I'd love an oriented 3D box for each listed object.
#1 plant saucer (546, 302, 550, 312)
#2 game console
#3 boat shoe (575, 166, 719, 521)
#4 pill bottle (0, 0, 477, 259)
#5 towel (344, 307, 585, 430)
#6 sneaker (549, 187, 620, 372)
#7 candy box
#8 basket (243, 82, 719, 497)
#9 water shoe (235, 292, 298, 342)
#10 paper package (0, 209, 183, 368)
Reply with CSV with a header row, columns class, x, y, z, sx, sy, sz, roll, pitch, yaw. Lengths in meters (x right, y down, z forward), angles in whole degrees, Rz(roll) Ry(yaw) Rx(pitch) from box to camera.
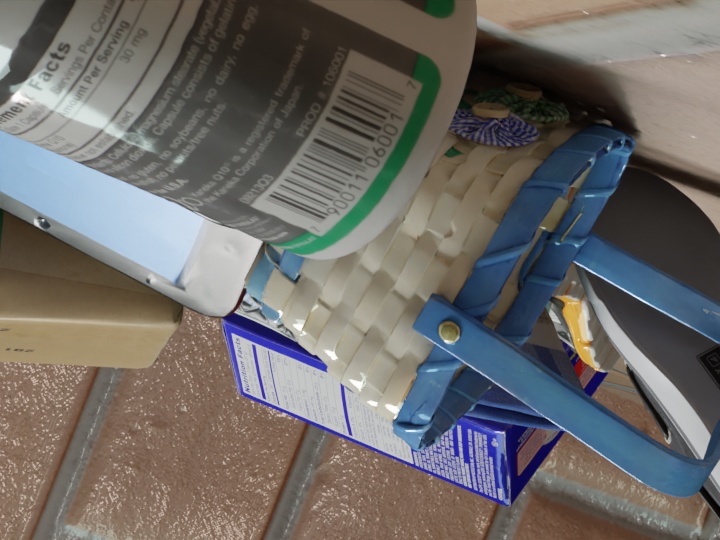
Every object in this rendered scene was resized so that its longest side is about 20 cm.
class,x,y,z,sx,sy,sz,roll,pitch,yaw
plant saucer,0.000,0.000,1.322,0.200,0.036,0.200,22,163,7
game console,-0.137,-0.046,1.080,0.200,0.119,0.172,27,-161,1
boat shoe,0.152,0.047,1.138,0.200,0.070,0.066,56,158,23
pill bottle,-0.074,-0.088,0.779,0.200,0.113,0.113,24,176,-25
towel,0.020,-0.011,1.165,0.147,0.024,0.200,12,-139,-40
sneaker,0.103,-0.008,1.372,0.077,0.078,0.200,20,166,32
candy box,0.044,0.033,1.546,0.200,0.169,0.077,22,140,25
basket,0.068,0.009,1.024,0.200,0.139,0.176,34,-159,6
water shoe,-0.039,-0.019,1.207,0.200,0.072,0.079,35,-144,-5
paper package,-0.191,-0.014,1.290,0.199,0.104,0.191,4,171,-9
